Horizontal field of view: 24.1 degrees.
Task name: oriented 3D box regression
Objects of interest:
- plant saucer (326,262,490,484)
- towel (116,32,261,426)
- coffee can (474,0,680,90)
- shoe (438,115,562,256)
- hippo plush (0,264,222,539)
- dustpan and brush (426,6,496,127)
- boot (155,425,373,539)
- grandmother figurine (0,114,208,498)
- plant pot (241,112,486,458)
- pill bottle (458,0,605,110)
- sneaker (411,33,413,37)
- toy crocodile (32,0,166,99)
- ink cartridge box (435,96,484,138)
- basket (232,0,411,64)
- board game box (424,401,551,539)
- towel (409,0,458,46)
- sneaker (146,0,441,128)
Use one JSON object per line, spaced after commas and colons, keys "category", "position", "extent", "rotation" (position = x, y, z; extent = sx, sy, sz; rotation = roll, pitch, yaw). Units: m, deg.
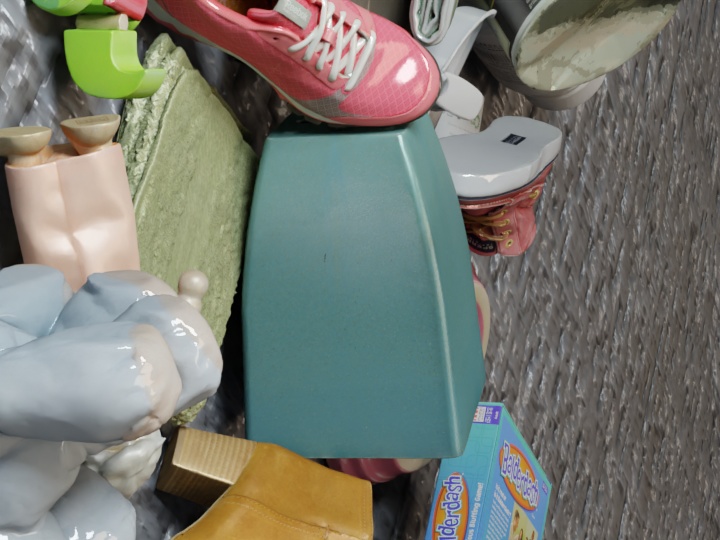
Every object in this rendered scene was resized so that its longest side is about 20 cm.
{"category": "plant saucer", "position": [0.043, 0.072, 1.271], "extent": [0.201, 0.050, 0.202], "rotation": [-46, 147, -42]}
{"category": "towel", "position": [-0.112, -0.022, 0.997], "extent": [0.148, 0.036, 0.202], "rotation": [50, 47, -58]}
{"category": "coffee can", "position": [0.139, -0.262, 1.299], "extent": [0.201, 0.146, 0.146], "rotation": [62, 13, 25]}
{"category": "shoe", "position": [0.093, -0.050, 1.218], "extent": [0.200, 0.071, 0.092], "rotation": [-31, 136, -64]}
{"category": "hippo plush", "position": [-0.146, 0.098, 0.765], "extent": [0.200, 0.158, 0.163], "rotation": [-26, 119, -57]}
{"category": "dustpan and brush", "position": [0.052, -0.128, 1.169], "extent": [0.141, 0.057, 0.200], "rotation": [-66, 158, 4]}
{"category": "boot", "position": [-0.063, 0.194, 0.991], "extent": [0.071, 0.143, 0.203], "rotation": [128, -21, -55]}
{"category": "grandmother figurine", "position": [-0.137, 0.023, 0.876], "extent": [0.061, 0.120, 0.202], "rotation": [-126, -150, -76]}
{"category": "plant pot", "position": [0.000, 0.000, 1.086], "extent": [0.141, 0.140, 0.202], "rotation": [-57, 145, -70]}
{"category": "pill bottle", "position": [0.151, -0.219, 1.476], "extent": [0.200, 0.113, 0.116], "rotation": [39, 57, -61]}
{"category": "sneaker", "position": [0.028, -0.239, 1.214], "extent": [0.076, 0.084, 0.202], "rotation": [15, 69, -22]}
{"category": "toy crocodile", "position": [-0.132, -0.191, 0.904], "extent": [0.067, 0.061, 0.202], "rotation": [18, 75, -65]}
{"category": "ink cartridge box", "position": [0.035, -0.057, 1.317], "extent": [0.199, 0.040, 0.202], "rotation": [13, 83, -65]}
{"category": "basket", "position": [-0.015, -0.227, 1.078], "extent": [0.180, 0.134, 0.202], "rotation": [-163, -101, -78]}
{"category": "board game box", "position": [0.094, 0.224, 1.296], "extent": [0.152, 0.045, 0.202], "rotation": [56, 42, -51]}
{"category": "towel", "position": [0.061, -0.234, 1.085], "extent": [0.200, 0.030, 0.151], "rotation": [-70, 173, -71]}
{"category": "sneaker", "position": [-0.039, -0.136, 0.971], "extent": [0.074, 0.199, 0.087], "rotation": [-67, -164, -3]}
